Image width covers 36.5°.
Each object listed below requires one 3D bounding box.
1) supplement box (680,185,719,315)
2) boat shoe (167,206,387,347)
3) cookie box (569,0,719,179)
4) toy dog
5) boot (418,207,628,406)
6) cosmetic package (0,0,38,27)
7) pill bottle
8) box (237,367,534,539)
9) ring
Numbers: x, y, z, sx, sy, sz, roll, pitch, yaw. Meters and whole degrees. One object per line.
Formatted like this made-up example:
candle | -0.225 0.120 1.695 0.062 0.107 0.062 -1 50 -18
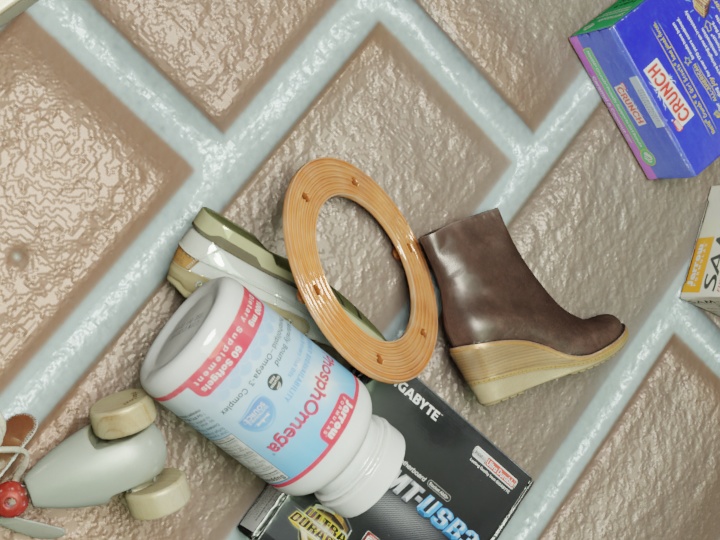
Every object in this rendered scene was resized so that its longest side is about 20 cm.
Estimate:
supplement box | 0.442 0.003 1.127 0.199 0.073 0.127 21 81 -22
boat shoe | -0.069 0.027 0.913 0.200 0.075 0.069 34 95 -20
cookie box | 0.332 -0.214 1.078 0.200 0.075 0.172 -38 104 -19
toy dog | -0.231 0.151 0.842 0.199 0.096 0.133 3 96 -10
boot | 0.155 0.019 1.006 0.199 0.072 0.167 -16 87 -34
cosmetic package | -0.312 -0.214 0.803 0.200 0.073 0.104 -43 105 -17
pill bottle | -0.063 0.103 0.846 0.200 0.109 0.109 40 75 -20
box | 0.027 0.205 0.963 0.200 0.050 0.199 43 75 -18
ring | 0.000 0.000 0.911 0.200 0.019 0.201 36 41 -40
